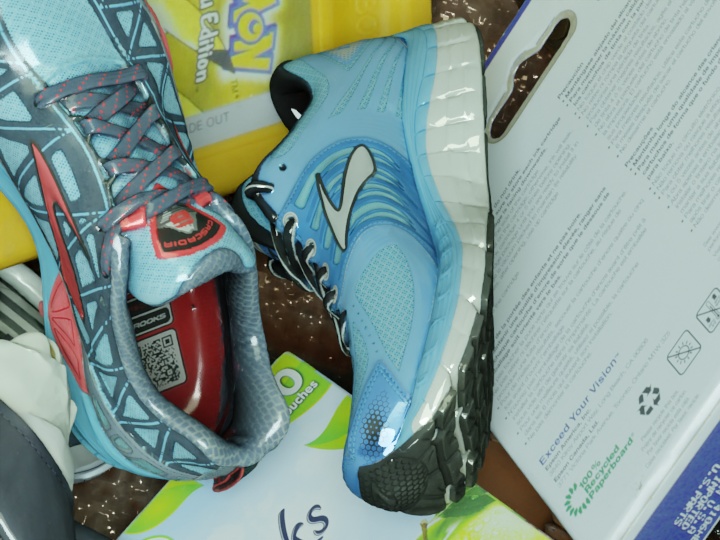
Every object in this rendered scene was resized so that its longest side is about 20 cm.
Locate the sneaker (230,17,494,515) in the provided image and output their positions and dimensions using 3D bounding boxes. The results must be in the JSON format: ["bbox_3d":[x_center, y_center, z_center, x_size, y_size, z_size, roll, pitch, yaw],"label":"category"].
[{"bbox_3d":[0.000,0.000,0.907,0.089,0.079,0.201,-2,45,1],"label":"sneaker"}]

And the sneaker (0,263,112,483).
[{"bbox_3d":[-0.160,-0.002,0.961,0.200,0.071,0.073,33,72,5],"label":"sneaker"}]

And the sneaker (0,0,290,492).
[{"bbox_3d":[-0.067,-0.024,0.868,0.079,0.095,0.201,-29,113,-26],"label":"sneaker"}]

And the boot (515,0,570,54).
[{"bbox_3d":[0.145,-0.117,1.027,0.155,0.077,0.201,-22,74,-13],"label":"boot"}]

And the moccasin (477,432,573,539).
[{"bbox_3d":[0.101,0.122,0.942,0.201,0.078,0.074,40,75,13],"label":"moccasin"}]

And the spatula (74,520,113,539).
[{"bbox_3d":[-0.151,0.073,0.939,0.199,0.021,0.057,22,69,28],"label":"spatula"}]

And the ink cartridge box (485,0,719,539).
[{"bbox_3d":[0.102,-0.027,0.924,0.043,0.200,0.197,23,108,-34],"label":"ink cartridge box"}]

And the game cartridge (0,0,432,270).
[{"bbox_3d":[-0.057,-0.108,0.941,0.199,0.032,0.177,-19,118,-34],"label":"game cartridge"}]

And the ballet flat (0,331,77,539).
[{"bbox_3d":[-0.137,0.031,0.876,0.073,0.073,0.200,-38,65,-16],"label":"ballet flat"}]

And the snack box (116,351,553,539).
[{"bbox_3d":[-0.036,0.143,0.899,0.142,0.053,0.200,33,75,36],"label":"snack box"}]
